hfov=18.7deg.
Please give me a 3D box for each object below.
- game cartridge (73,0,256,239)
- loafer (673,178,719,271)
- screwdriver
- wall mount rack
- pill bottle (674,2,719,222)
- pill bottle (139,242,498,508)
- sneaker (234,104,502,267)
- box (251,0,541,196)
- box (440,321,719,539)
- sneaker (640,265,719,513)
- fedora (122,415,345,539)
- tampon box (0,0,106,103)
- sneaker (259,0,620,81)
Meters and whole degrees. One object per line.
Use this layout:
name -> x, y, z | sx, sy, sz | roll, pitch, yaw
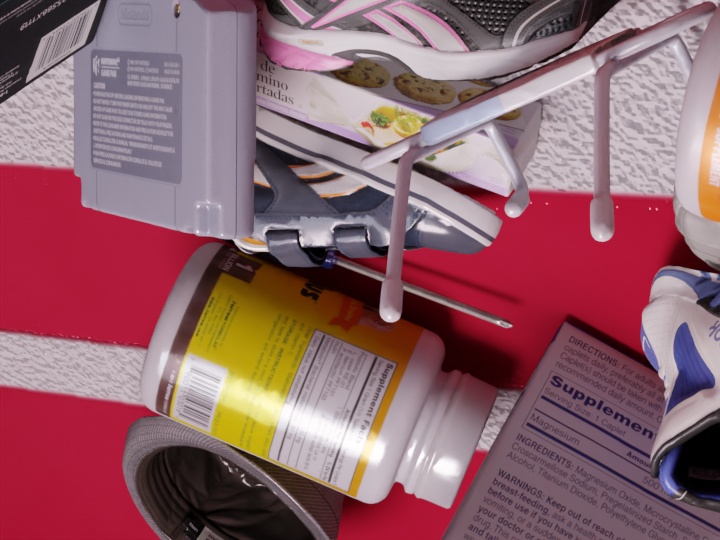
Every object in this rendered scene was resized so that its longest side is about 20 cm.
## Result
game cartridge -> -0.106, -0.092, 1.169 | 0.200, 0.040, 0.135 | 15, 109, 62
loafer -> 0.249, -0.011, 1.078 | 0.199, 0.070, 0.070 | 19, 145, 29
screwdriver -> 0.000, 0.000, 1.293 | 0.198, 0.028, 0.029 | 21, 170, 14
wall mount rack -> 0.082, -0.052, 1.028 | 0.199, 0.174, 0.075 | -23, 95, 32
pill bottle -> 0.251, -0.056, 0.989 | 0.198, 0.113, 0.114 | 16, 138, 20
pill bottle -> -0.023, 0.067, 1.304 | 0.198, 0.110, 0.110 | 23, 141, 4
sneaker -> -0.020, -0.035, 1.213 | 0.199, 0.080, 0.078 | 23, 179, 22
box -> 0.000, -0.097, 1.181 | 0.199, 0.042, 0.039 | 22, 139, 16
box -> 0.141, 0.164, 1.223 | 0.183, 0.201, 0.105 | 29, 143, 6
sneaker -> 0.177, 0.064, 1.106 | 0.080, 0.116, 0.199 | 28, 172, -8
fedora -> -0.063, 0.134, 1.422 | 0.177, 0.090, 0.200 | 42, 149, -7
tampon box -> -0.242, -0.189, 1.137 | 0.200, 0.150, 0.127 | 42, 141, 10
sneaker -> 0.028, -0.147, 1.084 | 0.198, 0.080, 0.087 | 1, 120, 26
